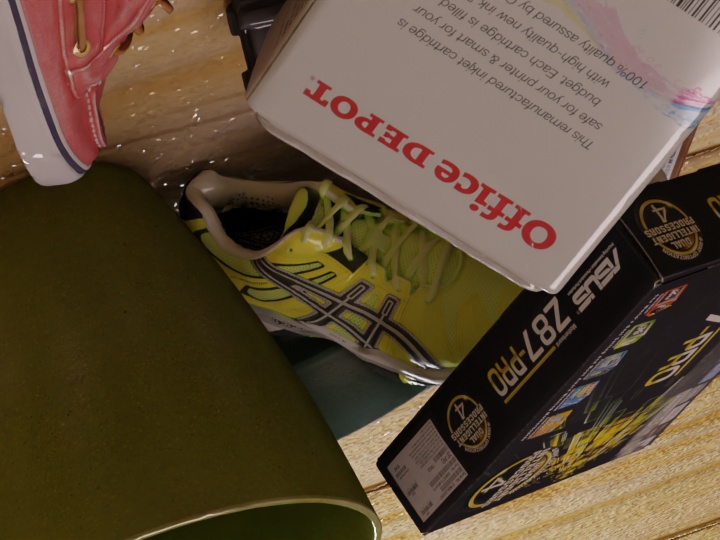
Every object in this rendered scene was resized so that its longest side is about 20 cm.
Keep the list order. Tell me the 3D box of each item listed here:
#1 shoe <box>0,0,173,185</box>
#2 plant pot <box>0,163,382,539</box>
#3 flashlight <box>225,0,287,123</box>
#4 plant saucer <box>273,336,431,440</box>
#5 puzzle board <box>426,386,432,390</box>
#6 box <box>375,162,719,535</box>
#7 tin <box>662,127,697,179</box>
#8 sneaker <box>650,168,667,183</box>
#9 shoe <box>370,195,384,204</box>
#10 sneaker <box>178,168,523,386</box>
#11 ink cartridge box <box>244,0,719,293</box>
[{"bbox_3d":[-0.099,-0.103,0.846,0.090,0.072,0.200,-14,151,-3],"label":"shoe"},{"bbox_3d":[-0.111,0.060,1.016,0.186,0.201,0.187,-18,155,-9],"label":"plant pot"},{"bbox_3d":[0.045,-0.116,0.936,0.199,0.068,0.068,-14,121,-6],"label":"flashlight"},{"bbox_3d":[-0.015,0.037,1.147,0.199,0.036,0.200,-27,-165,8],"label":"plant saucer"},{"bbox_3d":[-0.022,0.059,1.188,0.199,0.017,0.151,-25,-165,13],"label":"puzzle board"},{"bbox_3d":[0.116,0.029,0.989,0.161,0.049,0.200,-18,155,-43],"label":"box"},{"bbox_3d":[0.116,-0.067,1.142,0.111,0.042,0.200,-13,154,-10],"label":"tin"},{"bbox_3d":[0.100,-0.057,1.030,0.200,0.075,0.089,-6,119,-59],"label":"sneaker"},{"bbox_3d":[0.034,-0.072,1.057,0.070,0.053,0.200,-37,164,-18],"label":"shoe"},{"bbox_3d":[0.000,0.000,1.046,0.199,0.076,0.077,7,150,22],"label":"sneaker"},{"bbox_3d":[0.070,-0.113,0.828,0.145,0.083,0.200,31,120,-12],"label":"ink cartridge box"}]
